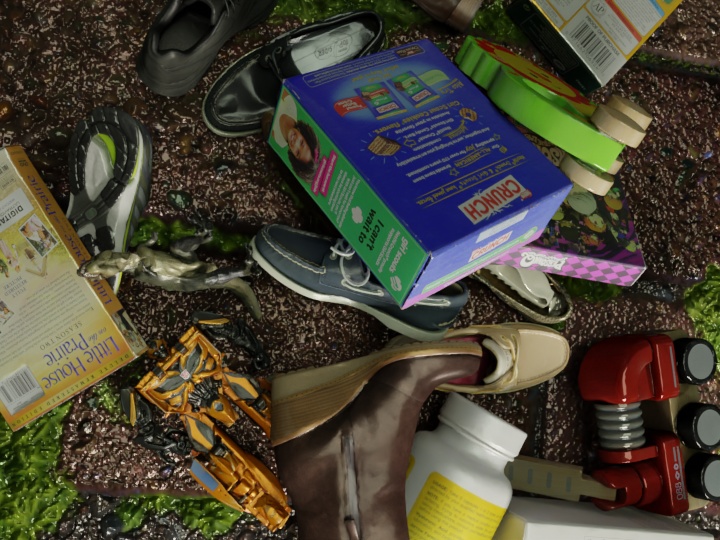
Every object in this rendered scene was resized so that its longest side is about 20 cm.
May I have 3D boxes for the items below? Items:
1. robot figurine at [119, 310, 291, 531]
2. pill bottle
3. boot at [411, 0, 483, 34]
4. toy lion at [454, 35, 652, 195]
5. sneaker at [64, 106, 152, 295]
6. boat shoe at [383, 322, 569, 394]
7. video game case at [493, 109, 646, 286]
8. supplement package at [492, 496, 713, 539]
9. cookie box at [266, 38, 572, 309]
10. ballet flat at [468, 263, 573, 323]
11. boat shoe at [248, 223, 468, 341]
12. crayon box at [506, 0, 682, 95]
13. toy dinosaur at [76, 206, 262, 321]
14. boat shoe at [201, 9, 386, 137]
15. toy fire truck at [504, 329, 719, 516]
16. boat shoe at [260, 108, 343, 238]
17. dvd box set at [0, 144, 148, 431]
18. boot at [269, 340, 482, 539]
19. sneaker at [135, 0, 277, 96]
[{"bbox_3d":[-0.119,0.132,0.758,0.200,0.058,0.145,44,75,-9],"label":"robot figurine"},{"bbox_3d":[0.072,0.220,0.769,0.111,0.111,0.201,29,87,-12],"label":"pill bottle"},{"bbox_3d":[0.058,-0.361,0.830,0.199,0.064,0.188,28,79,-7],"label":"boot"},{"bbox_3d":[0.170,-0.160,0.776,0.191,0.200,0.069,34,114,9],"label":"toy lion"},{"bbox_3d":[-0.221,-0.042,0.733,0.073,0.081,0.202,22,102,7],"label":"sneaker"},{"bbox_3d":[0.123,0.090,0.818,0.198,0.069,0.075,-5,89,-15],"label":"boat shoe"},{"bbox_3d":[0.165,-0.080,0.809,0.198,0.036,0.183,10,52,-14],"label":"video game case"},{"bbox_3d":[0.217,0.295,0.807,0.198,0.121,0.121,9,86,-14],"label":"supplement package"},{"bbox_3d":[0.047,-0.090,0.704,0.170,0.075,0.200,-24,63,-32],"label":"cookie box"},{"bbox_3d":[0.133,-0.014,0.822,0.199,0.075,0.068,36,85,-10],"label":"ballet flat"},{"bbox_3d":[0.000,0.000,0.739,0.198,0.075,0.062,26,126,-4],"label":"boat shoe"},{"bbox_3d":[0.267,-0.301,0.883,0.126,0.052,0.200,46,78,-9],"label":"crayon box"},{"bbox_3d":[-0.138,-0.003,0.709,0.199,0.088,0.048,19,48,-44],"label":"toy dinosaur"},{"bbox_3d":[-0.058,-0.191,0.784,0.198,0.066,0.075,-25,94,-14],"label":"boat shoe"},{"bbox_3d":[0.245,0.159,0.835,0.198,0.128,0.178,-7,89,-25],"label":"toy fire truck"},{"bbox_3d":[-0.017,-0.079,0.793,0.064,0.071,0.201,-43,108,-17],"label":"boat shoe"},{"bbox_3d":[-0.289,0.018,0.700,0.146,0.029,0.201,-30,95,17],"label":"dvd box set"},{"bbox_3d":[0.025,0.154,0.722,0.198,0.072,0.168,-13,81,-2],"label":"boot"},{"bbox_3d":[-0.126,-0.247,0.758,0.076,0.091,0.201,35,78,-9],"label":"sneaker"}]
